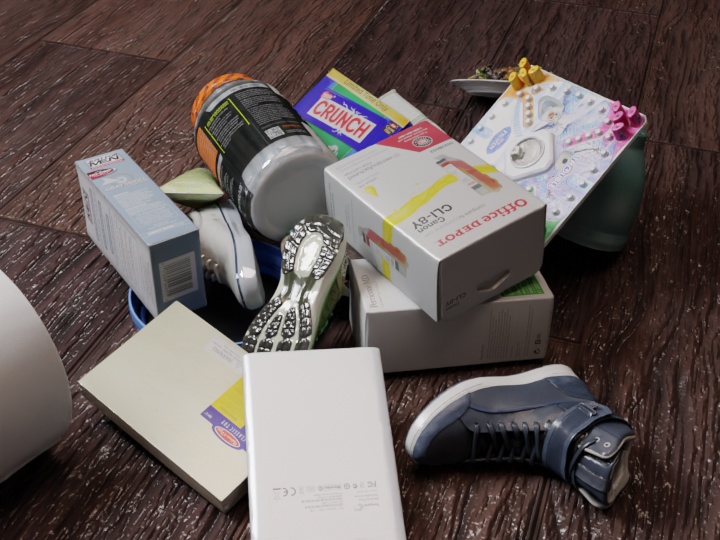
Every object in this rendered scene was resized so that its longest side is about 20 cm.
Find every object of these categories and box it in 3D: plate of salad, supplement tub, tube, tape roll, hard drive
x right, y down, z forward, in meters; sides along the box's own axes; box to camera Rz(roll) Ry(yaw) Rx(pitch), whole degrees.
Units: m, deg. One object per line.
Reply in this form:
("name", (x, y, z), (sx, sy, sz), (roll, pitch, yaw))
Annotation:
("plate of salad", (0.230, -0.279, 1.544), (0.198, 0.049, 0.200), (6, 7, -1))
("supplement tub", (-0.112, -0.135, 1.192), (0.121, 0.123, 0.200), (-16, 44, -23))
("tube", (-0.198, -0.095, 1.251), (0.058, 0.052, 0.200), (-41, 8, -1))
("tape roll", (-0.369, 0.098, 0.918), (0.201, 0.204, 0.139), (25, 42, 30))
("hard drive", (-0.036, 0.162, 0.936), (0.130, 0.025, 0.202), (-2, 53, -8))

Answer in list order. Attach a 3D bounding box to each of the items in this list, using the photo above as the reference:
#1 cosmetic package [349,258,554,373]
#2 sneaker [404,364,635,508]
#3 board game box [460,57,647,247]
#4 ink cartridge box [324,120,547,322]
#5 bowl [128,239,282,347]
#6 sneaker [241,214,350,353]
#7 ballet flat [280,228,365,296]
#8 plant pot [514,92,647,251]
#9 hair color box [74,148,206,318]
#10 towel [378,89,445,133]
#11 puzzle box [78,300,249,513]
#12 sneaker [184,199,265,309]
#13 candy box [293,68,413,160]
("cosmetic package", (0.091, 0.041, 1.113), (0.198, 0.086, 0.108), (-4, 33, -10))
("sneaker", (0.154, 0.160, 0.954), (0.200, 0.078, 0.146), (-14, 35, -23))
("board game box", (0.187, -0.134, 1.183), (0.200, 0.026, 0.200), (-49, 43, -2))
("ink cartridge box", (0.076, -0.057, 1.089), (0.144, 0.084, 0.200), (-27, 46, -24))
("bowl", (-0.153, 0.034, 1.156), (0.198, 0.040, 0.201), (1, 36, -1))
("sneaker", (-0.053, 0.049, 1.074), (0.076, 0.089, 0.202), (17, 77, 30))
("ballet flat", (0.000, 0.000, 1.177), (0.198, 0.068, 0.068), (5, 59, -30))
("plant pot", (0.261, -0.134, 1.262), (0.199, 0.135, 0.201), (22, 22, -10))
("hair color box", (-0.240, -0.042, 1.139), (0.060, 0.100, 0.200), (-21, 41, -27))
("towel", (0.009, -0.136, 1.334), (0.192, 0.035, 0.200), (-36, 43, -2))
("puzzle box", (-0.154, 0.124, 0.998), (0.199, 0.026, 0.133), (33, 56, 25))
("sneaker", (-0.151, -0.012, 1.137), (0.070, 0.074, 0.200), (-17, 29, -10))
("candy box", (-0.042, -0.127, 1.281), (0.200, 0.077, 0.169), (-44, 48, -7))
